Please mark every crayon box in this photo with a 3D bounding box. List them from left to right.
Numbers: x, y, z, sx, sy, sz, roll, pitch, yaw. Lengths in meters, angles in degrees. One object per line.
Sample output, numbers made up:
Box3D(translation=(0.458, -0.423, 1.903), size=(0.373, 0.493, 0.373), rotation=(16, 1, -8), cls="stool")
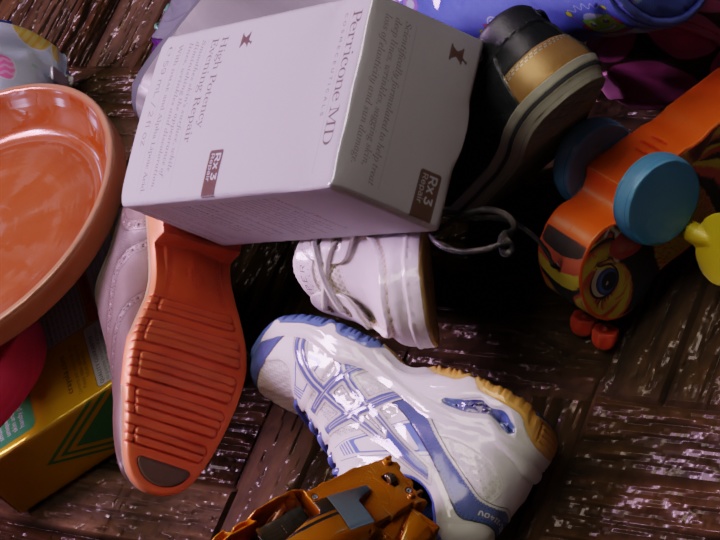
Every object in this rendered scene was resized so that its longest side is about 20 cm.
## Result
Box3D(translation=(-0.168, 0.051, 1.397), size=(0.200, 0.052, 0.126), rotation=(-32, 44, 10), cls="crayon box")

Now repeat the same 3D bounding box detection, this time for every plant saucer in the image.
Box3D(translation=(-0.220, -0.022, 1.378), size=(0.200, 0.032, 0.201), rotation=(-20, 43, 19), cls="plant saucer")

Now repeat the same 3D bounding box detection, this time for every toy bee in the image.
Box3D(translation=(0.128, -0.022, 1.216), size=(0.199, 0.109, 0.131), rotation=(-15, 35, -5), cls="toy bee")

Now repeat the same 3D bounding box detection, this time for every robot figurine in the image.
Box3D(translation=(-0.060, 0.165, 1.126), size=(0.200, 0.145, 0.058), rotation=(-26, 61, -32), cls="robot figurine")

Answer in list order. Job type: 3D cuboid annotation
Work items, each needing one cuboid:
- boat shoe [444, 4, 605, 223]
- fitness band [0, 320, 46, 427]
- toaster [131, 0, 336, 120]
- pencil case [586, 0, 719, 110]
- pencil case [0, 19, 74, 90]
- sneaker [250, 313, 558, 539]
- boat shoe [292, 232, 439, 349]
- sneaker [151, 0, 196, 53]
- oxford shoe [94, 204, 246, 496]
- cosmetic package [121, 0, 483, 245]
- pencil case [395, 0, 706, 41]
Box3D(translation=(0.073, -0.080, 1.236), size=(0.075, 0.200, 0.062), rotation=(-37, 81, -16), cls="boat shoe")
Box3D(translation=(-0.263, 0.083, 1.355), size=(0.143, 0.037, 0.200), rotation=(9, 49, 44), cls="fitness band")
Box3D(translation=(-0.025, -0.117, 1.380), size=(0.200, 0.114, 0.129), rotation=(-48, 47, -6), cls="toaster")
Box3D(translation=(0.158, -0.182, 1.313), size=(0.093, 0.091, 0.200), rotation=(-14, 52, 21), cls="pencil case")
Box3D(translation=(-0.222, -0.066, 1.507), size=(0.090, 0.083, 0.200), rotation=(4, 45, -15), cls="pencil case")
Box3D(translation=(0.003, 0.085, 1.228), size=(0.200, 0.075, 0.088), rotation=(17, 71, 45), cls="sneaker")
Box3D(translation=(0.000, 0.000, 1.242), size=(0.069, 0.071, 0.200), rotation=(-5, 10, -5), cls="boat shoe")
Box3D(translation=(-0.104, -0.177, 1.517), size=(0.087, 0.074, 0.200), rotation=(-30, 42, 27), cls="sneaker")
Box3D(translation=(-0.108, 0.033, 1.298), size=(0.073, 0.071, 0.200), rotation=(-27, 48, 46), cls="oxford shoe")
Box3D(translation=(-0.033, -0.072, 1.205), size=(0.200, 0.074, 0.102), rotation=(-6, 68, 56), cls="cosmetic package")
Box3D(translation=(0.095, -0.157, 1.241), size=(0.200, 0.078, 0.087), rotation=(-1, 68, 56), cls="pencil case")
